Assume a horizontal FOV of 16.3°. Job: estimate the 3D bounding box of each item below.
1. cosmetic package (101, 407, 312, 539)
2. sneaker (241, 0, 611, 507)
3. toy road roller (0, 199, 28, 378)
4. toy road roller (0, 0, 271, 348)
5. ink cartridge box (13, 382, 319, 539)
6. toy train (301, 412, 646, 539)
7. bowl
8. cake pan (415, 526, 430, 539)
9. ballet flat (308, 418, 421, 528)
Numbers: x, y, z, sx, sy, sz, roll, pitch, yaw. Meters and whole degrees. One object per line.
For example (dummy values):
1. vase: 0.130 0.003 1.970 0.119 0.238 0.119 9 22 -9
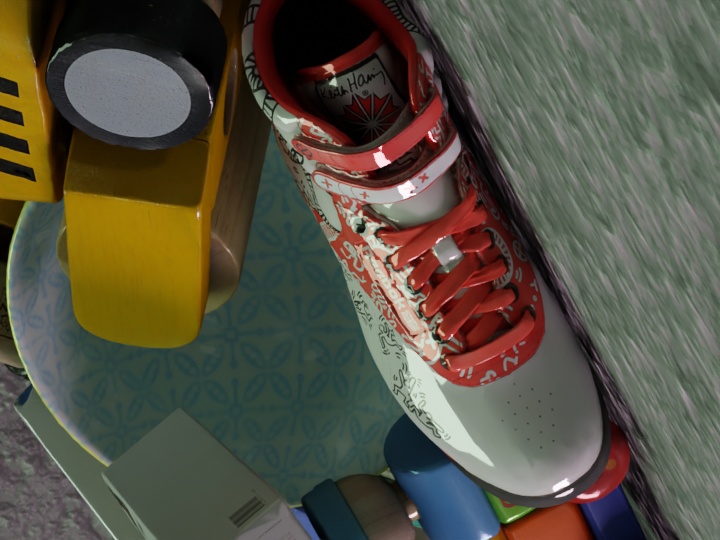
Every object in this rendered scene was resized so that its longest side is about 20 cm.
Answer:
1. cosmetic package: -0.048 0.116 1.000 0.083 0.051 0.200 52 173 -14
2. sneaker: 0.019 -0.013 0.867 0.202 0.067 0.108 62 180 14
3. toy road roller: -0.198 -0.044 1.293 0.146 0.201 0.123 18 178 45
4. toy road roller: -0.111 -0.076 0.901 0.200 0.145 0.123 90 -172 -53
5. ink cartridge box: -0.075 0.110 1.290 0.137 0.076 0.200 49 -177 24
6. toy train: 0.064 0.128 0.977 0.200 0.116 0.085 62 177 -32
7. bowl: -0.047 -0.005 1.116 0.200 0.200 0.108 61 -163 -19
8. cake pan: 0.051 0.133 1.273 0.200 0.037 0.200 34 -174 -4
9. ballet flat: 0.057 0.096 1.142 0.200 0.065 0.071 25 155 24
